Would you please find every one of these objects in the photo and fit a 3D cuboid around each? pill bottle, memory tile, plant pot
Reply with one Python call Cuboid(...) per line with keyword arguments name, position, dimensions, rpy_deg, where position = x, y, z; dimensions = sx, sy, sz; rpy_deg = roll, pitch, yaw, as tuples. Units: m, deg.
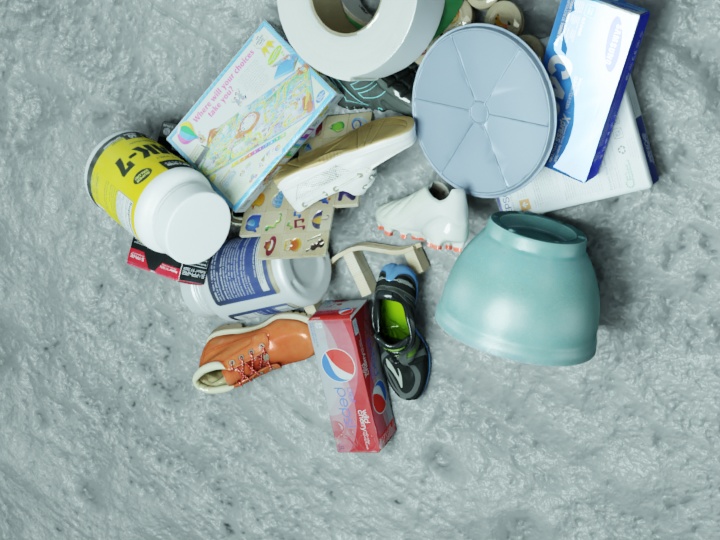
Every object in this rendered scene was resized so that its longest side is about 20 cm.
Cuboid(name="pill bottle", position=(-0.145, 0.006, 1.719), dimensions=(0.198, 0.111, 0.113), rpy_deg=(-12, 100, 37))
Cuboid(name="pill bottle", position=(-0.255, -0.092, 1.620), dimensions=(0.199, 0.113, 0.116), rpy_deg=(34, 120, 42))
Cuboid(name="memory tile", position=(0.124, -0.283, 1.536), dimensions=(0.153, 0.017, 0.202), rpy_deg=(-40, 72, 31))
Cuboid(name="plant pot", position=(0.196, 0.010, 1.519), dimensions=(0.198, 0.200, 0.136), rpy_deg=(17, 110, 19))

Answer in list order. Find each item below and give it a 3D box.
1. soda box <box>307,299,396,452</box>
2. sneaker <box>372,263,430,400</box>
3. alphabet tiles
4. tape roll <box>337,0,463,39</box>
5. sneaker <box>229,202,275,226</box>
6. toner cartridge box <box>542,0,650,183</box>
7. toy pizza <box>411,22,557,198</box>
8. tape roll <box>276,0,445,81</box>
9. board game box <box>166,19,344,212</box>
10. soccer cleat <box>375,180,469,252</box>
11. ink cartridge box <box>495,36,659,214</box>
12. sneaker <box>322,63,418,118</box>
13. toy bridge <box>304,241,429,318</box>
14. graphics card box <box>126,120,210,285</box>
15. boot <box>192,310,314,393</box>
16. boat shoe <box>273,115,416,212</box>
Cuboid(name="soda box", position=(-0.011, 0.142, 1.716), dimensions=(0.069, 0.063, 0.203), rpy_deg=(-3, 112, 25))
Cuboid(name="sneaker", position=(0.045, 0.089, 1.667), dimensions=(0.070, 0.083, 0.202), rpy_deg=(6, 126, 21))
Cuboid(name="alphabet tiles", position=(-0.072, -0.108, 1.643), dimensions=(0.165, 0.008, 0.203), rpy_deg=(-3, 64, 26))
Cuboid(name="tape roll", position=(0.035, -0.367, 1.544), dimensions=(0.198, 0.048, 0.204), rpy_deg=(6, 101, 32))
Cuboid(name="sneaker", position=(-0.175, -0.093, 1.729), dimensions=(0.197, 0.075, 0.072), rpy_deg=(-4, 104, 25))
Cuboid(name="toner cartridge box", position=(0.250, -0.211, 1.459), dimensions=(0.094, 0.043, 0.203), rpy_deg=(24, 116, 21))
Cuboid(name="toy pizza", position=(0.145, -0.186, 1.496), dimensions=(0.198, 0.032, 0.204), rpy_deg=(13, 111, 35))
Cuboid(name="tape roll", position=(-0.001, -0.327, 1.504), dimensions=(0.200, 0.070, 0.206), rpy_deg=(6, 101, 31))
Cuboid(name="board game box", position=(-0.134, -0.193, 1.614), dimensions=(0.135, 0.034, 0.200), rpy_deg=(46, 105, 10))
Cuboid(name="soccer cleat", position=(0.080, -0.073, 1.584), dimensions=(0.199, 0.068, 0.079), rpy_deg=(20, 102, 64))
Cuboid(name="ink cartridge box", position=(0.236, -0.176, 1.530), dimensions=(0.198, 0.040, 0.203), rpy_deg=(-11, 100, 32))
Cuboid(name="sneaker", position=(0.012, -0.236, 1.611), dimensions=(0.199, 0.075, 0.080), rpy_deg=(35, 131, 18))
Cuboid(name="toy bridge", position=(0.000, 0.000, 1.703), dimensions=(0.198, 0.027, 0.068), rpy_deg=(-24, 94, 30))
Cuboid(name="graphics card box", position=(-0.238, -0.091, 1.716), dimensions=(0.124, 0.050, 0.203), rpy_deg=(16, 93, 45))
Cuboid(name="boot", position=(-0.139, 0.119, 1.753), dimensions=(0.197, 0.108, 0.076), rpy_deg=(-14, 116, 28))
Cuboid(name="boat shoe", position=(-0.009, -0.127, 1.578), dimensions=(0.198, 0.071, 0.070), rpy_deg=(-20, 114, 27))
